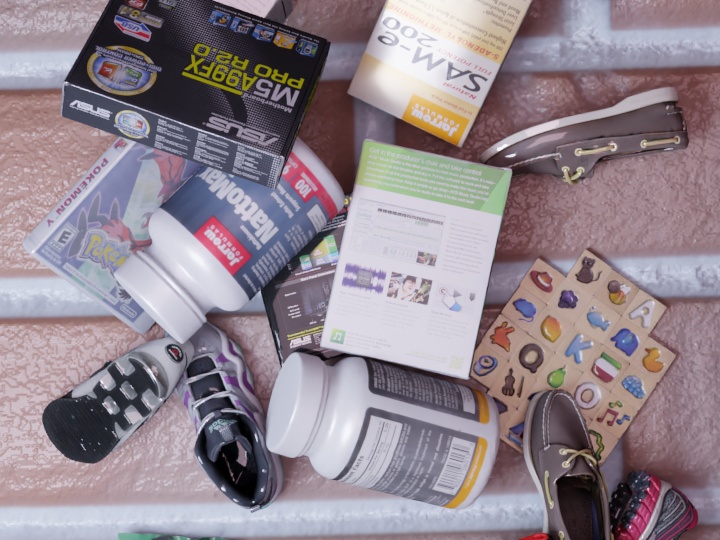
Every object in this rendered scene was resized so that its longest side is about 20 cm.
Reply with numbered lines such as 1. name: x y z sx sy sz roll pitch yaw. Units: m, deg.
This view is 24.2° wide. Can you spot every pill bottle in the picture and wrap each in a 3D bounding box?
1. pill bottle: -0.121 -0.034 1.524 0.120 0.120 0.200 44 81 2
2. pill bottle: 0.020 0.146 1.560 0.199 0.116 0.117 16 88 -16

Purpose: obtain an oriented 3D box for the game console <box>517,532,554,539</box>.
1. game console: 0.154 0.355 1.568 0.177 0.031 0.201 -28 88 38

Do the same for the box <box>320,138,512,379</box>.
1. box: 0.052 -0.011 1.567 0.144 0.036 0.201 13 89 1

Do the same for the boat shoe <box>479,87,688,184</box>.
1. boat shoe: 0.216 -0.118 1.611 0.199 0.072 0.060 -17 84 -4

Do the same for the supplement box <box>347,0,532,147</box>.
1. supplement box: 0.085 -0.235 1.580 0.126 0.074 0.201 25 115 2

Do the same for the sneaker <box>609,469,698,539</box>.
1. sneaker: 0.250 0.294 1.597 0.074 0.081 0.201 29 93 -15

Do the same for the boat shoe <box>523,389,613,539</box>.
1. boat shoe: 0.199 0.201 1.572 0.072 0.060 0.201 7 64 -21

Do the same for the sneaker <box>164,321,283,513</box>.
1. sneaker: -0.130 0.134 1.572 0.078 0.140 0.201 -28 88 0

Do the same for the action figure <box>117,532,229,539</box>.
1. action figure: -0.183 0.357 1.611 0.118 0.055 0.201 5 92 -2

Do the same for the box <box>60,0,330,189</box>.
1. box: -0.142 -0.169 1.474 0.199 0.044 0.161 19 48 1

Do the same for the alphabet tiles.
1. alphabet tiles: 0.204 0.089 1.639 0.166 0.006 0.200 35 89 2

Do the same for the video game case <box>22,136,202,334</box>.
1. video game case: -0.195 -0.046 1.561 0.182 0.200 0.023 -48 56 -1

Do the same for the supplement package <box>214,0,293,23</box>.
1. supplement package: -0.167 -0.211 1.598 0.109 0.114 0.200 36 87 2

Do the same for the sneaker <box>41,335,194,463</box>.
1. sneaker: -0.223 0.119 1.588 0.200 0.088 0.074 -30 96 41

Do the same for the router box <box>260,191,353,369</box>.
1. router box: 0.000 0.000 1.615 0.199 0.062 0.151 -15 88 0
